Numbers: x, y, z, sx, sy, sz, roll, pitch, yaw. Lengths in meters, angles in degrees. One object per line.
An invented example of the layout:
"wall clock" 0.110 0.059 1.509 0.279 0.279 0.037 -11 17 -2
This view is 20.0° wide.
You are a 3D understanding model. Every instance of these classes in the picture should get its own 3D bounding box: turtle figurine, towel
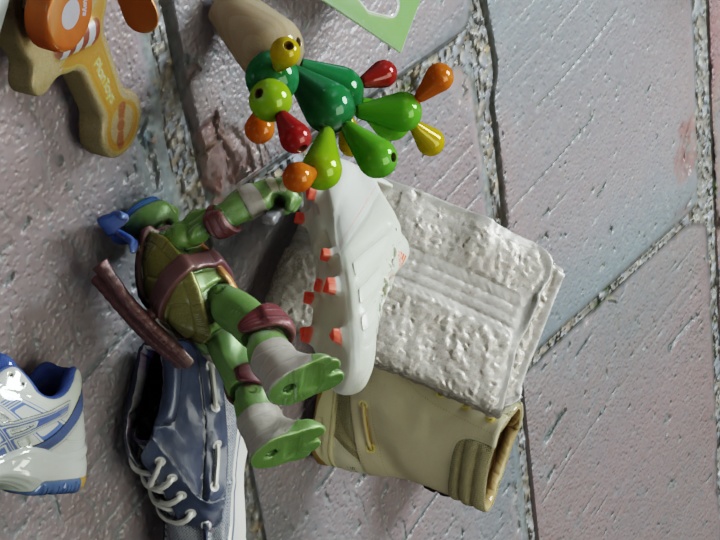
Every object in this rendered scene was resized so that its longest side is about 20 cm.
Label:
"turtle figurine" -0.058 0.018 1.321 0.144 0.194 0.200 -46 144 21
"towel" 0.039 0.013 1.475 0.034 0.199 0.133 118 -6 -76

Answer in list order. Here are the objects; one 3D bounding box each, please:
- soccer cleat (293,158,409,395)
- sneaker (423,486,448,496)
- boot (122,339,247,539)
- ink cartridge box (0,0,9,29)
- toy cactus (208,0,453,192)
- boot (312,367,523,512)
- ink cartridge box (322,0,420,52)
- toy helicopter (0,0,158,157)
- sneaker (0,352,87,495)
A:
"soccer cleat" 0.000 0.000 1.391 0.077 0.201 0.069 10 136 -20
"sneaker" 0.065 0.084 1.643 0.078 0.075 0.201 -48 147 -43
"boot" -0.128 0.143 1.410 0.090 0.073 0.201 4 94 -46
"ink cartridge box" -0.261 -0.088 1.078 0.174 0.043 0.201 -25 136 -69
"toy cactus" -0.033 -0.127 1.326 0.200 0.165 0.102 -15 146 -56
"boot" 0.050 0.071 1.524 0.073 0.155 0.201 -20 122 -62
"ink cartridge box" 0.017 -0.266 1.424 0.104 0.059 0.201 27 83 -54
"toy helicopter" -0.168 -0.148 1.237 0.133 0.079 0.200 -62 155 -29
"sneaker" -0.243 0.093 1.237 0.200 0.075 0.089 3 91 -60
